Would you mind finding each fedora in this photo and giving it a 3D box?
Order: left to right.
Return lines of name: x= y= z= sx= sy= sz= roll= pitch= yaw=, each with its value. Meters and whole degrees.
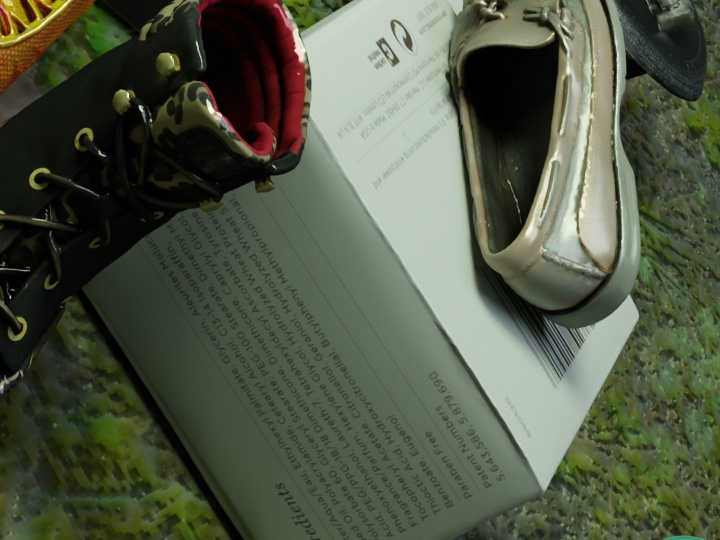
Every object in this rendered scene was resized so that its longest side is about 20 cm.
fedora: x=0.148 y=-0.180 z=1.376 sx=0.200 sy=0.091 sz=0.201 roll=42 pitch=32 yaw=-34

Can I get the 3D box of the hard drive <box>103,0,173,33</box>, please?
hard drive: x=-0.123 y=-0.193 z=0.959 sx=0.200 sy=0.038 sz=0.140 roll=41 pitch=32 yaw=-37

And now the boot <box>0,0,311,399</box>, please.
boot: x=-0.099 y=-0.017 z=0.698 sx=0.073 sy=0.150 sz=0.200 roll=52 pitch=27 yaw=-17

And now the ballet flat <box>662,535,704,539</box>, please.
ballet flat: x=0.153 y=0.211 z=1.049 sx=0.200 sy=0.070 sz=0.066 roll=-54 pitch=140 yaw=-59

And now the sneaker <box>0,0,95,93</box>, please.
sneaker: x=-0.138 y=-0.116 z=0.805 sx=0.073 sy=0.077 sz=0.200 roll=53 pitch=37 yaw=-18

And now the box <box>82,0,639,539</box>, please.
box: x=0.000 y=0.000 z=0.883 sx=0.201 sy=0.130 sz=0.199 roll=57 pitch=26 yaw=-7

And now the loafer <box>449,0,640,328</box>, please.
loafer: x=0.070 y=-0.073 z=0.862 sx=0.063 sy=0.072 sz=0.201 roll=25 pitch=45 yaw=-40

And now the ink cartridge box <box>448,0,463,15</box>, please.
ink cartridge box: x=0.070 y=-0.109 z=1.067 sx=0.161 sy=0.050 sz=0.201 roll=55 pitch=32 yaw=-33
